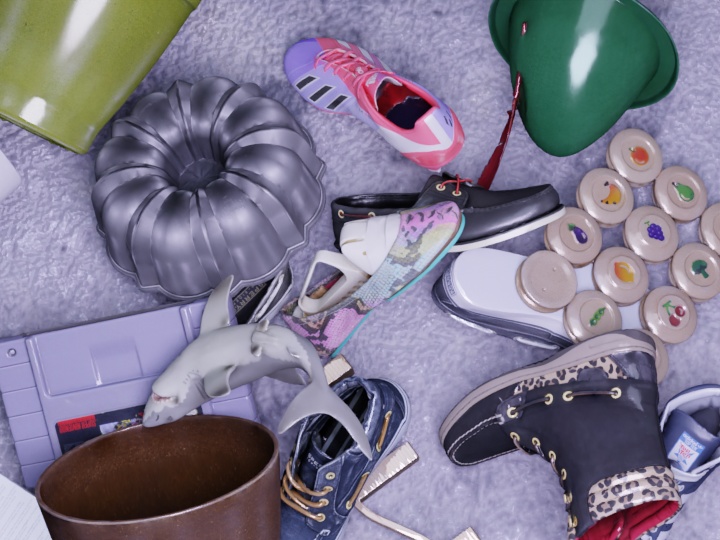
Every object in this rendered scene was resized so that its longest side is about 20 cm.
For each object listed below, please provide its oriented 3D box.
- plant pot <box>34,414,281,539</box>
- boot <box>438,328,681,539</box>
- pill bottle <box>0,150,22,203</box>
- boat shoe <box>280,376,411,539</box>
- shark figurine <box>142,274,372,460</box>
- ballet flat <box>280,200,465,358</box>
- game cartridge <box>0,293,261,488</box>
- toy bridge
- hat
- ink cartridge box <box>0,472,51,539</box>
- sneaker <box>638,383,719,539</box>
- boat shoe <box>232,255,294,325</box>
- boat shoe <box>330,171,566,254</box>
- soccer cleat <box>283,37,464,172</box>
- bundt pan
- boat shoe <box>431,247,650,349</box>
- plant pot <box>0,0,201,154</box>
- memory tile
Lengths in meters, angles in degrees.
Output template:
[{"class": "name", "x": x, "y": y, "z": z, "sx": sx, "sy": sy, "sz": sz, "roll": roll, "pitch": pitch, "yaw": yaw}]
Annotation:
[{"class": "plant pot", "x": -0.137, "y": 0.240, "z": 1.602, "sx": 0.186, "sy": 0.187, "sz": 0.201, "roll": -11, "pitch": 109, "yaw": -3}, {"class": "boot", "x": 0.158, "y": 0.149, "z": 1.633, "sx": 0.200, "sy": 0.073, "sz": 0.151, "roll": -27, "pitch": 56, "yaw": 23}, {"class": "pill bottle", "x": -0.382, "y": -0.040, "z": 1.716, "sx": 0.200, "sy": 0.114, "sz": 0.114, "roll": -43, "pitch": 79, "yaw": -10}, {"class": "boat shoe", "x": -0.038, "y": 0.168, "z": 1.650, "sx": 0.071, "sy": 0.091, "sz": 0.201, "roll": 32, "pitch": 93, "yaw": 21}, {"class": "shark figurine", "x": -0.063, "y": 0.079, "z": 1.595, "sx": 0.214, "sy": 0.089, "sz": 0.128, "roll": 2, "pitch": 63, "yaw": 46}, {"class": "ballet flat", "x": 0.000, "y": 0.000, "z": 1.669, "sx": 0.071, "sy": 0.200, "sz": 0.069, "roll": 32, "pitch": 42, "yaw": -16}, {"class": "game cartridge", "x": -0.187, "y": 0.099, "z": 1.674, "sx": 0.199, "sy": 0.038, "sz": 0.130, "roll": -12, "pitch": 96, "yaw": 7}, {"class": "toy bridge", "x": 0.018, "y": 0.167, "z": 1.702, "sx": 0.067, "sy": 0.027, "sz": 0.200, "roll": -35, "pitch": 78, "yaw": -6}, {"class": "hat", "x": 0.155, "y": -0.113, "z": 1.696, "sx": 0.165, "sy": 0.200, "sz": 0.176, "roll": 16, "pitch": 62, "yaw": 15}, {"class": "ink cartridge box", "x": -0.312, "y": 0.208, "z": 1.689, "sx": 0.200, "sy": 0.037, "sz": 0.095, "roll": 32, "pitch": 78, "yaw": 6}, {"class": "sneaker", "x": 0.236, "y": 0.174, "z": 1.656, "sx": 0.070, "sy": 0.109, "sz": 0.200, "roll": 34, "pitch": 78, "yaw": 9}, {"class": "boat shoe", "x": -0.134, "y": 0.054, "z": 1.714, "sx": 0.071, "sy": 0.064, "sz": 0.200, "roll": 40, "pitch": 79, "yaw": 10}, {"class": "boat shoe", "x": 0.068, "y": -0.047, "z": 1.702, "sx": 0.201, "sy": 0.074, "sz": 0.063, "roll": -9, "pitch": 100, "yaw": 25}, {"class": "soccer cleat", "x": 0.007, "y": -0.152, "z": 1.740, "sx": 0.067, "sy": 0.077, "sz": 0.200, "roll": -47, "pitch": 57, "yaw": -10}, {"class": "bundt pan", "x": -0.132, "y": -0.079, "z": 1.714, "sx": 0.201, "sy": 0.076, "sz": 0.202, "roll": -6, "pitch": 57, "yaw": 10}, {"class": "boat shoe", "x": 0.155, "y": 0.033, "z": 1.719, "sx": 0.199, "sy": 0.068, "sz": 0.072, "roll": 11, "pitch": 67, "yaw": -17}, {"class": "plant pot", "x": -0.246, "y": -0.207, "z": 1.734, "sx": 0.200, "sy": 0.200, "sz": 0.193, "roll": 25, "pitch": 89, "yaw": 7}, {"class": "memory tile", "x": 0.228, "y": -0.013, "z": 1.715, "sx": 0.153, "sy": 0.017, "sz": 0.200, "roll": 40, "pitch": 63, "yaw": -3}]
